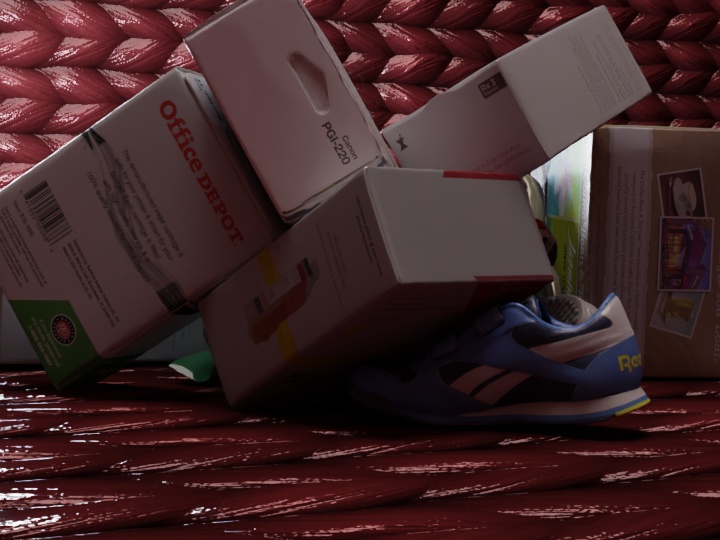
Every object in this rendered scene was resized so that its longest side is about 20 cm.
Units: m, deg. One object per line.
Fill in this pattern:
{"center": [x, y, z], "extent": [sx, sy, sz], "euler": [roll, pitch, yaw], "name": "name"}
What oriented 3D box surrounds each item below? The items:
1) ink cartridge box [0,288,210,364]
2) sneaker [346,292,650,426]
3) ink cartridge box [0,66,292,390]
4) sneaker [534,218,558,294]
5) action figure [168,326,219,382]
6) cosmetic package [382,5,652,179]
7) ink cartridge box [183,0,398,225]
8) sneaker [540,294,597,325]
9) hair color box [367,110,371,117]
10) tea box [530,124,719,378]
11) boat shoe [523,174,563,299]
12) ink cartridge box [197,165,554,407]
{"center": [-0.221, 0.027, 1.371], "extent": [0.198, 0.088, 0.145], "euler": [2, 3, -26], "name": "ink cartridge box"}
{"center": [0.088, 0.058, 1.078], "extent": [0.198, 0.083, 0.074], "euler": [-4, 4, 13], "name": "sneaker"}
{"center": [-0.158, -0.029, 1.177], "extent": [0.199, 0.147, 0.083], "euler": [-32, -8, 15], "name": "ink cartridge box"}
{"center": [0.061, 0.006, 1.217], "extent": [0.077, 0.086, 0.200], "euler": [11, -35, -39], "name": "sneaker"}
{"center": [-0.052, 0.056, 1.298], "extent": [0.117, 0.055, 0.200], "euler": [0, -1, 23], "name": "action figure"}
{"center": [0.117, -0.116, 1.195], "extent": [0.112, 0.082, 0.200], "euler": [-29, 4, 38], "name": "cosmetic package"}
{"center": [-0.039, -0.106, 1.154], "extent": [0.084, 0.147, 0.200], "euler": [-30, -5, 2], "name": "ink cartridge box"}
{"center": [0.132, 0.065, 1.234], "extent": [0.082, 0.074, 0.200], "euler": [31, -13, -23], "name": "sneaker"}
{"center": [-0.095, -0.085, 1.335], "extent": [0.198, 0.061, 0.099], "euler": [0, -19, -14], "name": "hair color box"}
{"center": [0.225, -0.021, 1.389], "extent": [0.132, 0.202, 0.197], "euler": [1, 4, -9], "name": "tea box"}
{"center": [0.114, -0.005, 1.368], "extent": [0.073, 0.201, 0.075], "euler": [21, -47, -27], "name": "boat shoe"}
{"center": [0.008, 0.014, 1.106], "extent": [0.144, 0.084, 0.200], "euler": [-2, -24, -41], "name": "ink cartridge box"}
